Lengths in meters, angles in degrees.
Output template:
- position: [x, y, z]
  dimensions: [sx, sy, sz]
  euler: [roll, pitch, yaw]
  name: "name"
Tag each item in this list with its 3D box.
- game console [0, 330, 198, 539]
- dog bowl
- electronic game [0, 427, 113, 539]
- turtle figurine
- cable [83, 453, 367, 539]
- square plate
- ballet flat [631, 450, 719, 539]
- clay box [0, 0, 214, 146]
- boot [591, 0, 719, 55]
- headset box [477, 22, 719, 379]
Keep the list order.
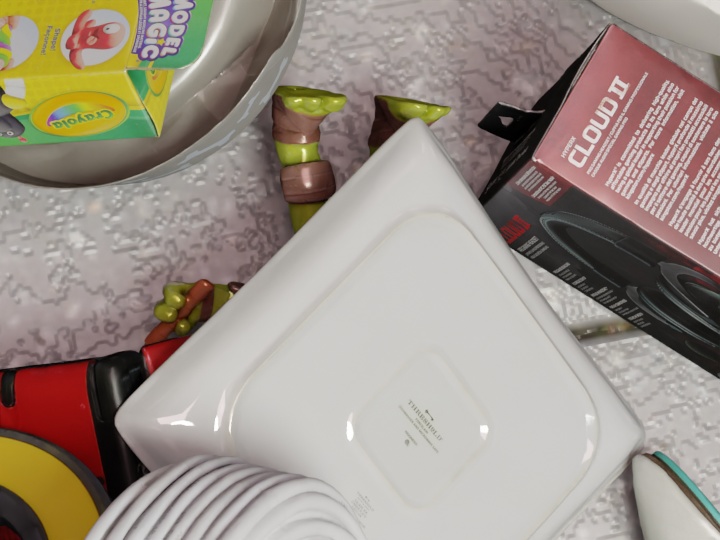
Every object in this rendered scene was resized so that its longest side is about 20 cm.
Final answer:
- position: [-0.088, 0.128, 1.013]
  dimensions: [0.172, 0.119, 0.201]
  euler: [-8, 96, 28]
  name: "game console"
- position: [-0.114, -0.130, 1.020]
  dimensions: [0.199, 0.059, 0.201]
  euler: [-2, 81, 15]
  name: "dog bowl"
- position: [-0.186, 0.142, 0.904]
  dimensions: [0.199, 0.042, 0.200]
  euler: [-12, 44, 11]
  name: "electronic game"
- position: [0.000, 0.000, 1.048]
  dimensions: [0.199, 0.064, 0.162]
  euler: [6, 97, -5]
  name: "turtle figurine"
- position: [-0.054, 0.173, 0.873]
  dimensions: [0.069, 0.200, 0.201]
  euler: [6, 92, 25]
  name: "cable"
- position: [0.021, 0.070, 0.996]
  dimensions: [0.198, 0.028, 0.200]
  euler: [-46, 111, -22]
  name: "square plate"
- position: [0.182, 0.174, 1.050]
  dimensions: [0.069, 0.069, 0.200]
  euler: [-44, 92, -12]
  name: "ballet flat"
- position: [-0.147, -0.107, 0.949]
  dimensions: [0.199, 0.048, 0.115]
  euler: [-1, 53, 15]
  name: "clay box"
- position: [0.200, -0.150, 1.099]
  dimensions: [0.199, 0.073, 0.091]
  euler: [18, 81, -14]
  name: "boot"
- position: [0.145, -0.024, 1.030]
  dimensions: [0.200, 0.149, 0.077]
  euler: [31, 78, -3]
  name: "headset box"
